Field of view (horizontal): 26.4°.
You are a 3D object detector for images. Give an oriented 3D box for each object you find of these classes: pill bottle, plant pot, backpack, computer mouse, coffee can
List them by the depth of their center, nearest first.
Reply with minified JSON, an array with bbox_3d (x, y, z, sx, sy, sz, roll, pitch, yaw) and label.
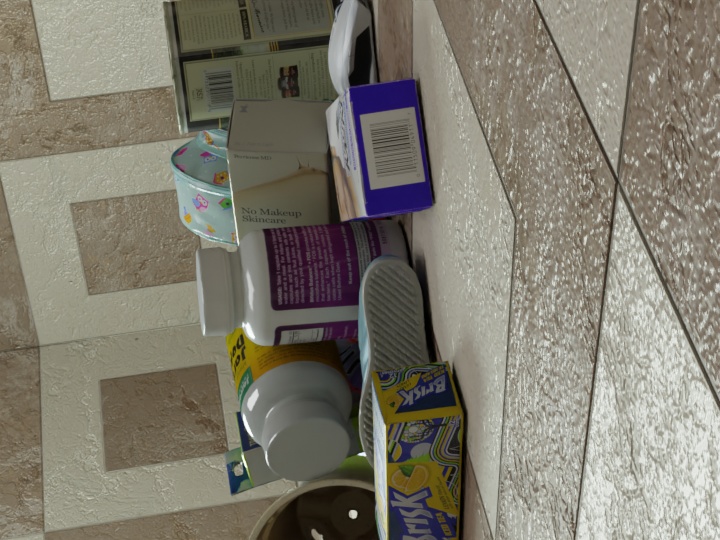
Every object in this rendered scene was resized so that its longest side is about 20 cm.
[{"bbox_3d":[-0.057,0.013,1.473,0.112,0.197,0.114,176,90,-81],"label":"pill bottle"},{"bbox_3d":[-0.013,-0.240,1.502,0.110,0.043,0.203,-119,22,-70],"label":"computer mouse"},{"bbox_3d":[-0.070,0.110,1.533,0.201,0.111,0.114,-109,13,-49],"label":"pill bottle"},{"bbox_3d":[-0.013,0.282,1.584,0.184,0.198,0.203,-75,-21,-78],"label":"plant pot"},{"bbox_3d":[-0.112,-0.236,1.697,0.146,0.197,0.149,173,90,-84],"label":"coffee can"},{"bbox_3d":[-0.125,-0.124,1.803,0.200,0.174,0.155,-51,-31,-39],"label":"backpack"}]

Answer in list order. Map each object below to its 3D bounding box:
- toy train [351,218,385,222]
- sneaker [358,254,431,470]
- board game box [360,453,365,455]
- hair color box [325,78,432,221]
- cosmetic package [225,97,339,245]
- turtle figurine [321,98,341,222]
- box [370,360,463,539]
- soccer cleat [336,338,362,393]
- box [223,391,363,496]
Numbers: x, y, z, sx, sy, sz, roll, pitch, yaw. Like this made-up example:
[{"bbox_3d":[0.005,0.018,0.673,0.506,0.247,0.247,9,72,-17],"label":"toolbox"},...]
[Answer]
[{"bbox_3d":[0.000,0.000,1.622,0.151,0.055,0.202,-109,13,-59],"label":"toy train"},{"bbox_3d":[0.033,0.084,1.405,0.082,0.073,0.203,-89,1,-82],"label":"sneaker"},{"bbox_3d":[-0.009,0.167,1.771,0.134,0.029,0.203,26,127,51],"label":"board game box"},{"bbox_3d":[0.013,-0.102,1.356,0.200,0.064,0.111,-177,79,-85],"label":"hair color box"},{"bbox_3d":[-0.074,-0.076,1.540,0.201,0.102,0.074,86,-173,-51],"label":"cosmetic package"},{"bbox_3d":[-0.037,-0.099,1.670,0.151,0.100,0.200,-56,-23,-13],"label":"turtle figurine"},{"bbox_3d":[0.048,0.172,1.324,0.065,0.069,0.202,-103,8,-46],"label":"box"},{"bbox_3d":[-0.016,0.104,1.621,0.067,0.077,0.200,44,174,-27],"label":"soccer cleat"},{"bbox_3d":[-0.051,0.167,1.618,0.122,0.198,0.048,-120,13,-73],"label":"box"}]
